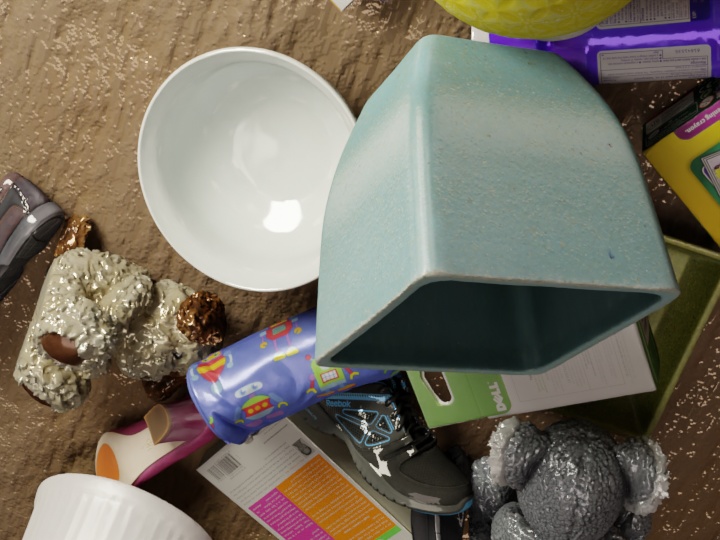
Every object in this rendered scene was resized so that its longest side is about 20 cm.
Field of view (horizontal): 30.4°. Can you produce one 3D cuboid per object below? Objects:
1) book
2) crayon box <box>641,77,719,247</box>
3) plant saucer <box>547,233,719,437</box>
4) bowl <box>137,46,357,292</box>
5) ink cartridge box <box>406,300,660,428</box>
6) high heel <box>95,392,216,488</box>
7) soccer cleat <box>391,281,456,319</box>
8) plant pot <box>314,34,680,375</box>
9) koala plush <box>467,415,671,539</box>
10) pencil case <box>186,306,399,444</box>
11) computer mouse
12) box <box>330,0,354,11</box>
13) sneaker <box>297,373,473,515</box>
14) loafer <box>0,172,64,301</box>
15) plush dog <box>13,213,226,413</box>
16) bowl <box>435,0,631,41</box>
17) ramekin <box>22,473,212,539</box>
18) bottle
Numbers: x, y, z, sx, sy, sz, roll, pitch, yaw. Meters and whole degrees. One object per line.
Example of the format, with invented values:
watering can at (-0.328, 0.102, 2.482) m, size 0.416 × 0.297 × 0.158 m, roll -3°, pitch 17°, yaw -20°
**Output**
book at (-0.048, 0.222, 1.305) m, size 0.200 × 0.048 × 0.133 m, roll 42°, pitch 123°, yaw -12°
crayon box at (0.347, -0.094, 1.013) m, size 0.199 × 0.058 × 0.173 m, roll -35°, pitch 108°, yaw 29°
plant saucer at (0.188, 0.029, 1.130) m, size 0.198 × 0.048 × 0.201 m, roll 19°, pitch 123°, yaw 2°
bowl at (-0.075, -0.092, 1.085) m, size 0.199 × 0.090 × 0.203 m, roll 6°, pitch 112°, yaw 16°
ink cartridge box at (0.137, 0.058, 1.096) m, size 0.198 × 0.059 × 0.105 m, roll -13°, pitch 116°, yaw 20°
high heel at (-0.193, 0.168, 1.313) m, size 0.200 × 0.095 × 0.068 m, roll -47°, pitch 60°, yaw 44°
soccer cleat at (0.000, 0.000, 1.089) m, size 0.200 × 0.085 × 0.069 m, roll 31°, pitch 123°, yaw 46°
plant pot at (0.082, -0.050, 0.948) m, size 0.195 × 0.202 × 0.196 m, roll 4°, pitch 158°, yaw -23°
koala plush at (0.180, 0.209, 1.147) m, size 0.176 × 0.184 × 0.201 m, roll 12°, pitch 130°, yaw 4°
pencil case at (-0.053, 0.085, 1.159) m, size 0.199 × 0.078 × 0.087 m, roll -25°, pitch 106°, yaw 4°
computer mouse at (0.070, 0.263, 1.205) m, size 0.046 × 0.140 × 0.202 m, roll 7°, pitch 89°, yaw -7°
box at (-0.024, -0.292, 0.994) m, size 0.200 × 0.042 × 0.119 m, roll 45°, pitch 120°, yaw -12°
sneaker at (0.025, 0.141, 1.189) m, size 0.199 × 0.073 × 0.082 m, roll 36°, pitch 115°, yaw 22°
loafer at (-0.351, -0.009, 1.234) m, size 0.063 × 0.072 × 0.200 m, roll 48°, pitch 115°, yaw 6°
plush dog at (-0.206, 0.046, 1.203) m, size 0.170 × 0.162 × 0.200 m, roll 19°, pitch 152°, yaw -15°
bowl at (0.132, -0.226, 0.925) m, size 0.198 × 0.202 × 0.108 m, roll -6°, pitch 143°, yaw 17°
ramekin at (-0.251, 0.298, 1.329) m, size 0.199 × 0.098 × 0.201 m, roll 14°, pitch 144°, yaw 10°
bottle at (0.183, -0.176, 0.986) m, size 0.198 × 0.084 × 0.066 m, roll -2°, pitch 126°, yaw 14°
